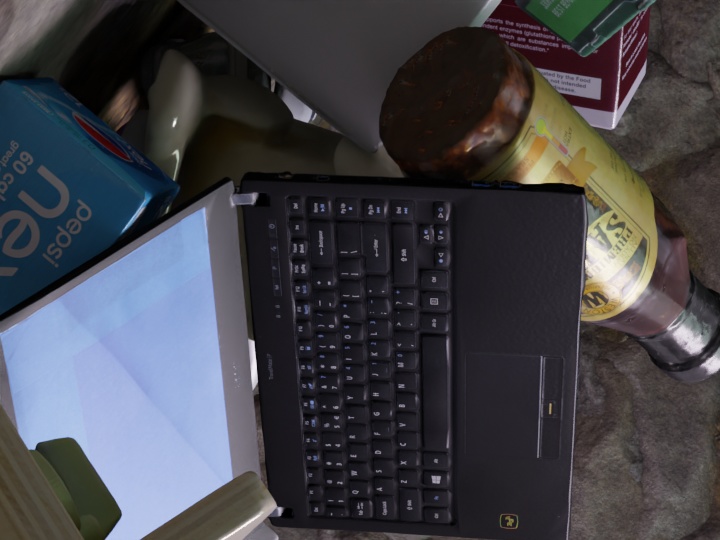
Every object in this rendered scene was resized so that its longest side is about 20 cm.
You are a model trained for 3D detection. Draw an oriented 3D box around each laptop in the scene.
[{"bbox_3d":[-0.020,0.064,0.660,0.104,0.198,0.178,-79,170,-51],"label":"laptop"}]

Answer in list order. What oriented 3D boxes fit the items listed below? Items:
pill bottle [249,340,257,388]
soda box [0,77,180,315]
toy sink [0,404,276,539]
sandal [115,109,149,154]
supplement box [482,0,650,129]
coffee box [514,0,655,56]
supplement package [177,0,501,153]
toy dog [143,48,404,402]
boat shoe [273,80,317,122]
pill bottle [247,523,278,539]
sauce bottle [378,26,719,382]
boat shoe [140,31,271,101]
[{"bbox_3d":[-0.107,0.002,1.058,0.109,0.108,0.200,-50,-163,20],"label":"pill bottle"},{"bbox_3d":[-0.156,0.028,0.659,0.200,0.068,0.064,-51,179,8],"label":"soda box"},{"bbox_3d":[-0.144,0.085,0.524,0.199,0.113,0.130,-31,173,-23],"label":"toy sink"},{"bbox_3d":[-0.124,-0.029,0.858,0.203,0.049,0.083,130,-28,-81],"label":"sandal"},{"bbox_3d":[0.080,-0.173,0.825,0.061,0.108,0.201,-55,151,-48],"label":"supplement box"},{"bbox_3d":[0.143,-0.184,0.704,0.201,0.044,0.123,-53,-177,-8],"label":"coffee box"},{"bbox_3d":[0.030,-0.169,0.710,0.200,0.117,0.117,-52,-178,27],"label":"supplement package"},{"bbox_3d":[0.000,0.000,0.791,0.194,0.198,0.141,-94,-162,-89],"label":"toy dog"},{"bbox_3d":[0.008,-0.147,0.898,0.072,0.067,0.201,114,-5,-52],"label":"boat shoe"},{"bbox_3d":[-0.144,0.108,0.931,0.112,0.200,0.111,-50,-178,2],"label":"pill bottle"},{"bbox_3d":[0.088,-0.018,0.712,0.066,0.200,0.066,-27,-135,30],"label":"sauce bottle"},{"bbox_3d":[-0.083,-0.085,0.928,0.202,0.064,0.075,163,-73,-82],"label":"boat shoe"}]
